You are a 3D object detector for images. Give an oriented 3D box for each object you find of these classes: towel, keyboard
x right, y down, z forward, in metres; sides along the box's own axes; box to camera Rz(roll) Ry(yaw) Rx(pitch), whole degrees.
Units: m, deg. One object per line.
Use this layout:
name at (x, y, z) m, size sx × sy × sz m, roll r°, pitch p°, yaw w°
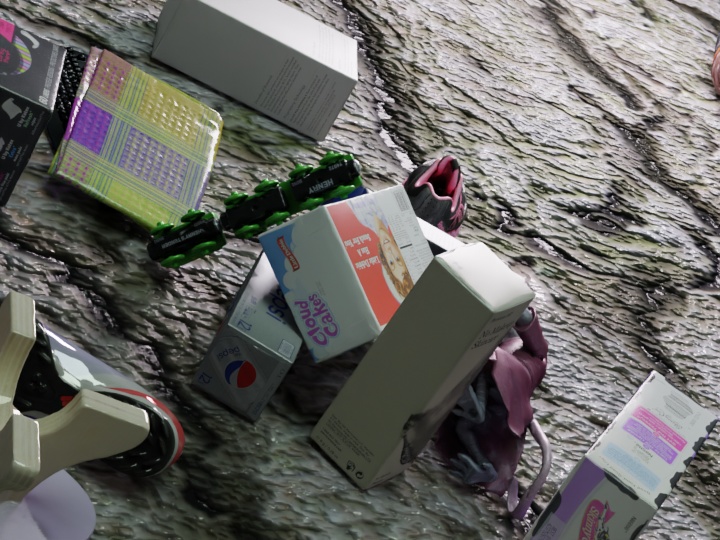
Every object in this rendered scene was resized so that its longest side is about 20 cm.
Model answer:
towel at (-0.197, -0.111, 1.853) m, size 0.143 × 0.023 × 0.201 m, roll 30°, pitch 38°, yaw -17°
keyboard at (-0.245, -0.155, 1.903) m, size 0.103 × 0.040 × 0.201 m, roll 13°, pitch 34°, yaw -33°

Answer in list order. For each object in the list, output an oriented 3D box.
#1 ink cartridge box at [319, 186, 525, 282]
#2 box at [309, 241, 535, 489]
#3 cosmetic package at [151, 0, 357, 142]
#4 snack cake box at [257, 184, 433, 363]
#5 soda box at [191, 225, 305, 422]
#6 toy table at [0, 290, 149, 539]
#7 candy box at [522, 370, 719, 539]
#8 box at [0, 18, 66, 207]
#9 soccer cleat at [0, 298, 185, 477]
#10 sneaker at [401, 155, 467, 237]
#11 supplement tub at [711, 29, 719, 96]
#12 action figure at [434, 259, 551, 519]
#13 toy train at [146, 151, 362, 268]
ink cartridge box at (0.041, 0.004, 1.880) m, size 0.199 × 0.100 × 0.039 m, roll 29°, pitch 25°, yaw -5°
box at (0.049, 0.076, 1.654) m, size 0.068 × 0.201 × 0.082 m, roll 44°, pitch 29°, yaw 17°
cosmetic package at (-0.106, -0.228, 2.123) m, size 0.199 × 0.085 × 0.108 m, roll 25°, pitch 27°, yaw -13°
snack cake box at (0.000, 0.000, 1.741) m, size 0.116 × 0.067 × 0.200 m, roll 67°, pitch 21°, yaw 2°
soda box at (-0.077, 0.041, 1.725) m, size 0.063 × 0.068 × 0.200 m, roll 31°, pitch 26°, yaw -5°
toy table at (-0.249, 0.110, 1.372) m, size 0.199 × 0.118 × 0.184 m, roll 15°, pitch 32°, yaw -33°
candy box at (0.192, 0.191, 1.654) m, size 0.071 × 0.168 × 0.200 m, roll 36°, pitch 27°, yaw 9°
box at (-0.357, -0.159, 1.714) m, size 0.199 × 0.106 × 0.123 m, roll 24°, pitch 27°, yaw -16°
soccer cleat at (-0.216, 0.085, 1.523) m, size 0.199 × 0.069 × 0.073 m, roll 32°, pitch 3°, yaw 6°
sneaker at (0.078, -0.078, 2.063) m, size 0.079 × 0.096 × 0.200 m, roll 30°, pitch 25°, yaw -1°
supplement tub at (0.546, -0.292, 2.912) m, size 0.106 × 0.107 × 0.200 m, roll 32°, pitch 27°, yaw -1°
action figure at (0.132, 0.093, 1.793) m, size 0.148 × 0.134 × 0.200 m, roll 36°, pitch 30°, yaw 5°
toy train at (-0.086, -0.049, 1.746) m, size 0.056 × 0.199 × 0.042 m, roll 14°, pitch 56°, yaw -75°
